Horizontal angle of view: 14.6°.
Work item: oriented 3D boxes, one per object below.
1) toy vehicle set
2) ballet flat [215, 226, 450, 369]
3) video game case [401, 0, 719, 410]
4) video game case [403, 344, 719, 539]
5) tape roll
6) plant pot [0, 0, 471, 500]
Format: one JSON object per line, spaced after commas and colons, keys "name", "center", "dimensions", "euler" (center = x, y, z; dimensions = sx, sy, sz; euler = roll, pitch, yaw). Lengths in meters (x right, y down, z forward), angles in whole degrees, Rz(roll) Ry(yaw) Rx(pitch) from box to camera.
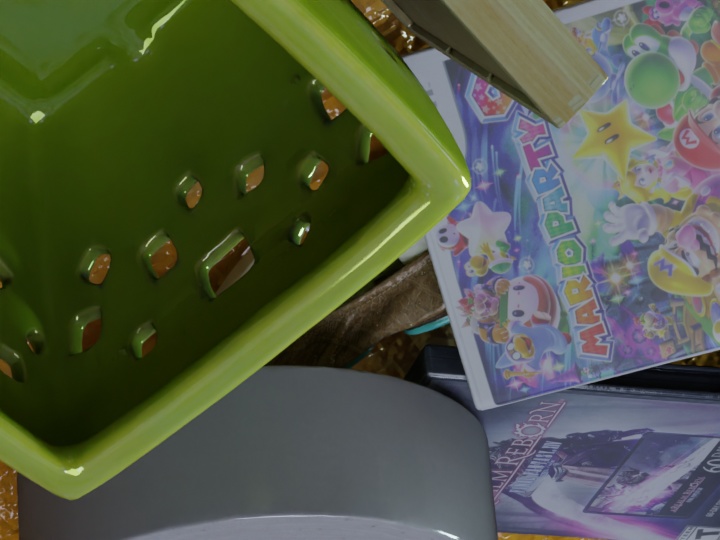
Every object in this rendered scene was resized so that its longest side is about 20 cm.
{"name": "toy vehicle set", "center": [-0.004, -0.138, 0.995], "dimensions": [0.027, 0.124, 0.200], "euler": [-47, 124, -2]}
{"name": "ballet flat", "center": [0.000, 0.000, 1.151], "dimensions": [0.199, 0.068, 0.072], "euler": [-29, 109, 15]}
{"name": "video game case", "center": [0.119, -0.039, 1.077], "dimensions": [0.199, 0.018, 0.144], "euler": [-15, 95, 17]}
{"name": "video game case", "center": [0.102, 0.079, 1.220], "dimensions": [0.199, 0.019, 0.143], "euler": [4, 149, -16]}
{"name": "tape roll", "center": [-0.042, 0.111, 1.164], "dimensions": [0.199, 0.066, 0.201], "euler": [-4, 152, -2]}
{"name": "plant pot", "center": [-0.106, -0.075, 0.987], "dimensions": [0.199, 0.182, 0.200], "euler": [-38, 125, 16]}
